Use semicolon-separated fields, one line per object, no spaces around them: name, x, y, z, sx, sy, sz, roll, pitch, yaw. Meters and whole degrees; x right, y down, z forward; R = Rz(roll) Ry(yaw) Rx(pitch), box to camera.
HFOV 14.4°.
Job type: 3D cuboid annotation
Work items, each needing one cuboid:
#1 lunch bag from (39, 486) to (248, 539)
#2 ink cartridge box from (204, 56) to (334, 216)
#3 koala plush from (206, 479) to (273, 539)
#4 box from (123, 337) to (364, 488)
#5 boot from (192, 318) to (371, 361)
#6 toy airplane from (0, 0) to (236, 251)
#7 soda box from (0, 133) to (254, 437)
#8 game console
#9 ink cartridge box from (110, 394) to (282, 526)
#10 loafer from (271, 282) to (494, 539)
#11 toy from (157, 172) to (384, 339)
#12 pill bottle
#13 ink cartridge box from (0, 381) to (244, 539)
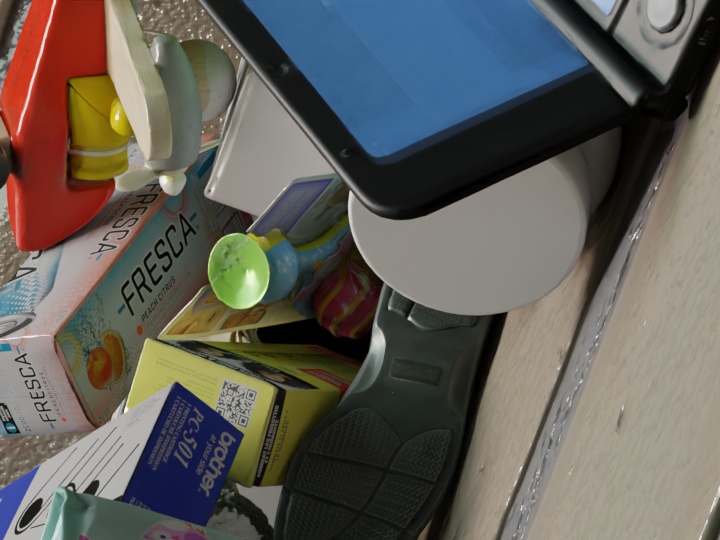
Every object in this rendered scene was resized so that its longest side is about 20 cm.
lunch bag;-0.078;0.211;1.156;0.122;0.169;0.201;-108;37;-65
ink cartridge box;0.003;-0.092;1.584;0.200;0.145;0.084;-81;12;-64
koala plush;-0.095;0.189;1.325;0.177;0.183;0.201;-106;35;-80
box;-0.036;0.067;1.362;0.200;0.075;0.050;8;-80;-67
boot;-0.069;0.022;1.621;0.155;0.199;0.073;-140;65;-83
toy airplane;-0.126;-0.123;1.487;0.199;0.140;0.201;-33;48;59
soda box;-0.134;0.005;1.534;0.200;0.068;0.064;-55;-49;-48
game console;0.041;-0.138;1.073;0.200;0.116;0.177;51;127;43
ink cartridge box;-0.069;0.111;1.576;0.200;0.144;0.088;-113;42;-81
loafer;0.019;0.076;1.318;0.063;0.071;0.201;79;-148;-60
toy;0.000;0.000;1.412;0.115;0.047;0.199;-49;-24;27
pill bottle;0.054;-0.078;1.177;0.201;0.115;0.116;-78;9;-53
ink cartridge box;-0.138;0.129;1.274;0.200;0.044;0.094;-32;27;45
